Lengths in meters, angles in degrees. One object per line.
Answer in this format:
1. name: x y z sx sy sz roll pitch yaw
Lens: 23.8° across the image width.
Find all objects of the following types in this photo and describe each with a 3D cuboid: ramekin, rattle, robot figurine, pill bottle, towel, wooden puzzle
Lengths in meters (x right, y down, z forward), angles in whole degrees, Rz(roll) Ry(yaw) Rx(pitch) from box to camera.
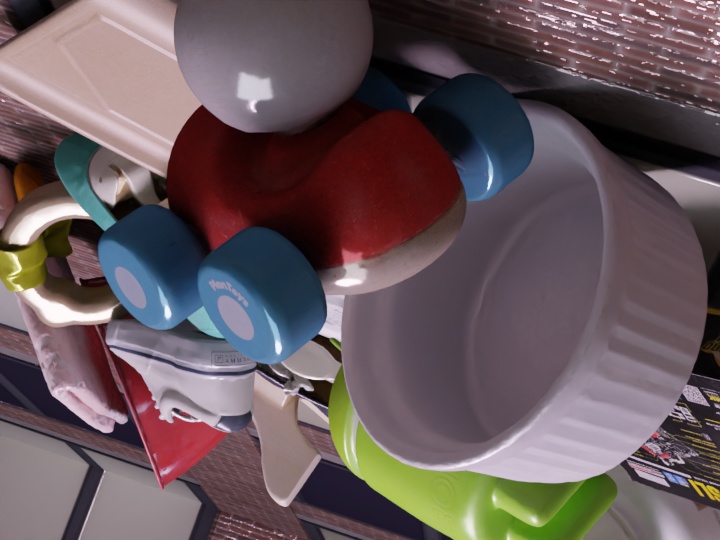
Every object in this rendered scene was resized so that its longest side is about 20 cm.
1. ramekin: 0.090 0.018 0.918 0.097 0.202 0.200 21 167 -37
2. rattle: -0.171 -0.048 1.290 0.199 0.143 0.131 -28 107 17
3. robot figurine: 0.062 0.103 1.071 0.199 0.116 0.176 27 154 39
4. pill bottle: 0.235 0.175 1.227 0.114 0.199 0.115 52 156 35
5. towel: -0.254 0.027 1.417 0.032 0.201 0.191 -23 163 -2
6. wooden puzzle: -0.109 -0.110 1.022 0.184 0.037 0.200 27 158 -25

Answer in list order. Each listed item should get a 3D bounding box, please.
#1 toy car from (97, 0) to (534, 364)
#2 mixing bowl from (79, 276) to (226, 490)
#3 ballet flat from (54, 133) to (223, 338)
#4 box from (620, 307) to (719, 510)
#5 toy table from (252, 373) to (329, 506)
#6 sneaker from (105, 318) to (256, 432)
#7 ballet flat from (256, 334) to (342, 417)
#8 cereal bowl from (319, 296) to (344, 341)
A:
1. toy car: -0.045 -0.093 0.834 0.176 0.184 0.201 13 132 50
2. mixing bowl: -0.163 0.080 1.506 0.108 0.201 0.200 -22 167 -9
3. ballet flat: -0.135 -0.041 1.147 0.200 0.067 0.071 46 156 20
4. box: 0.203 0.083 1.009 0.160 0.049 0.200 48 160 -30
5. toy table: -0.054 0.080 1.361 0.117 0.184 0.200 32 180 15
6. sneaker: -0.134 0.073 1.222 0.073 0.071 0.200 0 -175 -25
7. ballet flat: -0.005 0.081 1.231 0.199 0.073 0.073 27 163 -11
8. cereal bowl: 0.000 0.000 1.164 0.199 0.084 0.200 17 164 5
